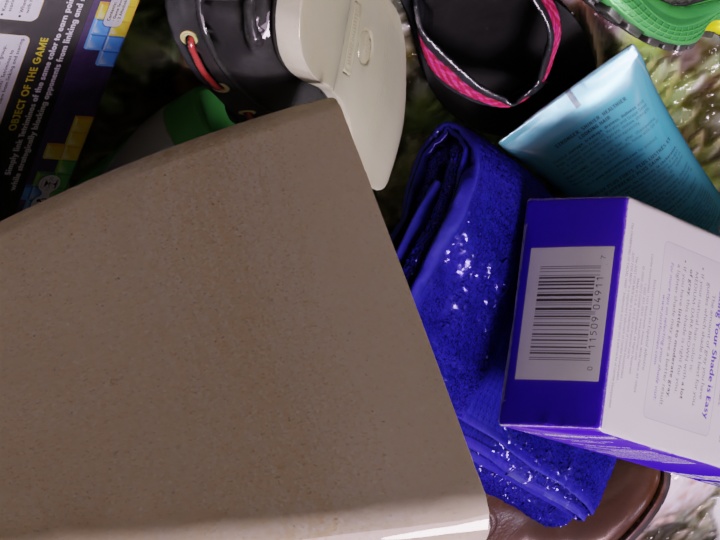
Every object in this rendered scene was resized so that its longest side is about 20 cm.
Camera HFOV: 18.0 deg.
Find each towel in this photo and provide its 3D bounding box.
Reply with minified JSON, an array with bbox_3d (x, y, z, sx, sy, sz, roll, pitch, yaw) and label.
[{"bbox_3d":[0.075,0.034,1.094,0.200,0.049,0.148,31,84,-45],"label":"towel"}]

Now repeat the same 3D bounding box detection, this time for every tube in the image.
[{"bbox_3d":[0.140,-0.043,1.137,0.077,0.050,0.200,-40,145,7],"label":"tube"}]

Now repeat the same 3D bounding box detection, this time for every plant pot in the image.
[{"bbox_3d":[-0.082,0.076,0.893,0.176,0.200,0.200,-8,146,-19],"label":"plant pot"}]

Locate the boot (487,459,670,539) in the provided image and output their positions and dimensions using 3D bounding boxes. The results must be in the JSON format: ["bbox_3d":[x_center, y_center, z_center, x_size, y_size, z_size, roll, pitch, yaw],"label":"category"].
[{"bbox_3d":[0.065,0.107,1.253,0.186,0.064,0.200,-31,136,1],"label":"boot"}]

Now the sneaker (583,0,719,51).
[{"bbox_3d":[0.156,-0.153,1.037,0.199,0.078,0.085,-2,128,-41],"label":"sneaker"}]

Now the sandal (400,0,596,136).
[{"bbox_3d":[0.055,-0.113,1.031,0.075,0.045,0.200,-34,140,6],"label":"sandal"}]

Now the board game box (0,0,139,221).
[{"bbox_3d":[-0.183,-0.092,0.907,0.165,0.057,0.200,4,131,-30],"label":"board game box"}]

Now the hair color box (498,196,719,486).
[{"bbox_3d":[0.153,0.040,1.097,0.065,0.110,0.200,0,167,42],"label":"hair color box"}]

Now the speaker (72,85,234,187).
[{"bbox_3d":[-0.114,0.011,1.034,0.200,0.089,0.088,-44,138,18],"label":"speaker"}]

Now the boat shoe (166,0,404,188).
[{"bbox_3d":[-0.025,-0.089,0.965,0.063,0.074,0.201,6,166,17],"label":"boat shoe"}]
